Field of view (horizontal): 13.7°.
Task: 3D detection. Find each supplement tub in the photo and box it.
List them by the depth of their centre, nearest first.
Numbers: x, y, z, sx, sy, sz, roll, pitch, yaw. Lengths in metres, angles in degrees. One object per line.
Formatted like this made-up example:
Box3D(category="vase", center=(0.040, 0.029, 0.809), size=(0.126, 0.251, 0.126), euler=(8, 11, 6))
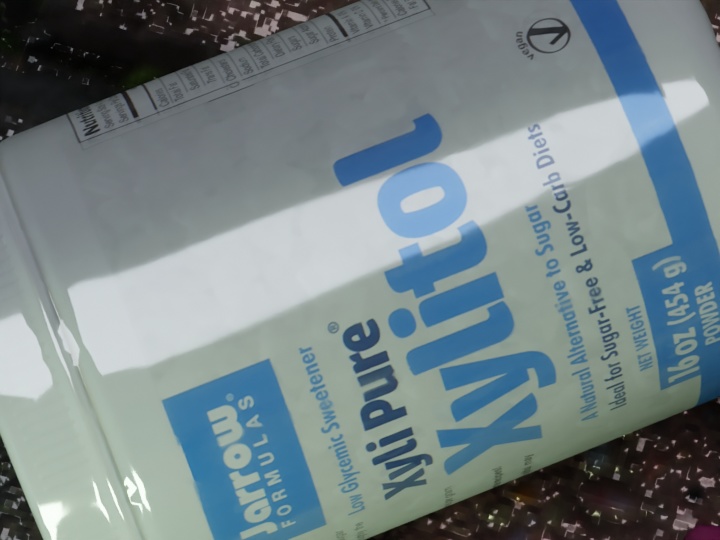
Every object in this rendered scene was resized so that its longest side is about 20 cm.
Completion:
Box3D(category="supplement tub", center=(0.000, 0.000, 0.776), size=(0.200, 0.132, 0.132), euler=(-22, 71, -5))

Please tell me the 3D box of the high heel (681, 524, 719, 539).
Box3D(category="high heel", center=(0.167, 0.130, 0.757), size=(0.096, 0.067, 0.200), euler=(-36, 87, -2))
